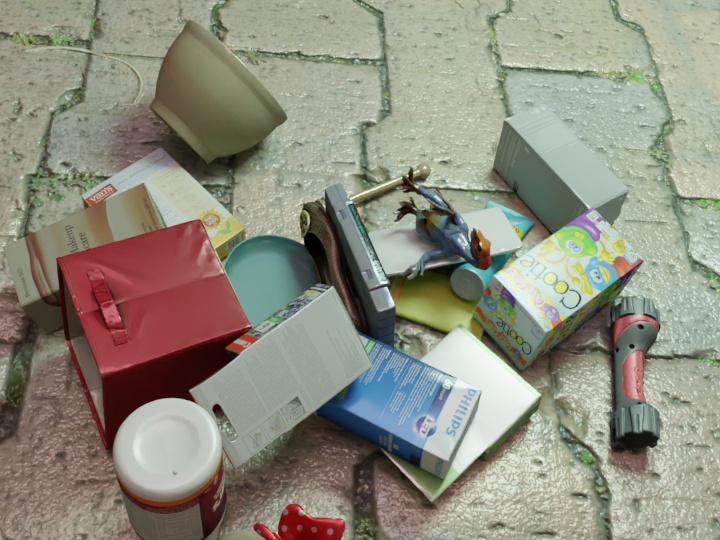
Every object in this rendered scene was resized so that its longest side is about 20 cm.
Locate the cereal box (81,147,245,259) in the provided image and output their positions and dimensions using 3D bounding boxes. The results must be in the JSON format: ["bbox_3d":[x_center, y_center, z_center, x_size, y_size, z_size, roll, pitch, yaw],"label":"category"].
[{"bbox_3d":[-0.277,-0.073,1.319,0.143,0.040,0.200,-36,64,-26],"label":"cereal box"}]

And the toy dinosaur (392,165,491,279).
[{"bbox_3d":[0.123,-0.065,1.248,0.181,0.106,0.199,36,38,28],"label":"toy dinosaur"}]

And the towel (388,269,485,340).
[{"bbox_3d":[0.081,0.036,1.291,0.197,0.018,0.087,19,57,8],"label":"towel"}]

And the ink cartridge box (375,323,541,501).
[{"bbox_3d":[0.108,0.179,1.168,0.199,0.048,0.145,-39,65,-21],"label":"ink cartridge box"}]

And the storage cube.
[{"bbox_3d":[-0.247,0.075,1.117,0.178,0.201,0.172,-18,59,-23],"label":"storage cube"}]

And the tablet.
[{"bbox_3d":[0.115,-0.043,1.308,0.197,0.014,0.131,-11,30,-4],"label":"tablet"}]

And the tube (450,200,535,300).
[{"bbox_3d":[0.185,-0.034,1.331,0.077,0.051,0.200,28,42,8],"label":"tube"}]

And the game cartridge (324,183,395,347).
[{"bbox_3d":[0.000,0.000,1.219,0.038,0.130,0.202,-15,59,-14],"label":"game cartridge"}]

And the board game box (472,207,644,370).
[{"bbox_3d":[0.264,0.023,1.254,0.199,0.104,0.105,-32,68,-28],"label":"board game box"}]

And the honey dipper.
[{"bbox_3d":[0.024,-0.118,1.389,0.198,0.038,0.038,-22,58,-24],"label":"honey dipper"}]

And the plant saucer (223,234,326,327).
[{"bbox_3d":[-0.096,0.047,1.212,0.198,0.027,0.202,23,48,-27],"label":"plant saucer"}]

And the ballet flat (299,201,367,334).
[{"bbox_3d":[-0.045,0.002,1.229,0.046,0.067,0.203,-15,73,-19],"label":"ballet flat"}]

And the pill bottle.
[{"bbox_3d":[-0.198,0.231,0.998,0.108,0.201,0.111,3,52,-3],"label":"pill bottle"}]

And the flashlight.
[{"bbox_3d":[0.360,0.132,1.215,0.067,0.068,0.202,5,51,4],"label":"flashlight"}]

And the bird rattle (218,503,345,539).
[{"bbox_3d":[-0.085,0.320,0.961,0.161,0.201,0.114,2,48,26],"label":"bird rattle"}]

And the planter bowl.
[{"bbox_3d":[-0.224,-0.246,1.377,0.135,0.200,0.200,-46,66,-3],"label":"planter bowl"}]

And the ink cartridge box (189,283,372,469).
[{"bbox_3d":[-0.091,0.114,1.040,0.199,0.110,0.050,-35,20,-23],"label":"ink cartridge box"}]

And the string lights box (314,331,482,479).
[{"bbox_3d":[0.034,0.153,1.121,0.198,0.059,0.103,25,59,15],"label":"string lights box"}]

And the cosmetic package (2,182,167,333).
[{"bbox_3d":[-0.343,-0.016,1.211,0.198,0.088,0.104,-27,63,-7],"label":"cosmetic package"}]

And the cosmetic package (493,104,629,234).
[{"bbox_3d":[0.292,-0.137,1.385,0.089,0.108,0.201,-21,56,-21],"label":"cosmetic package"}]
